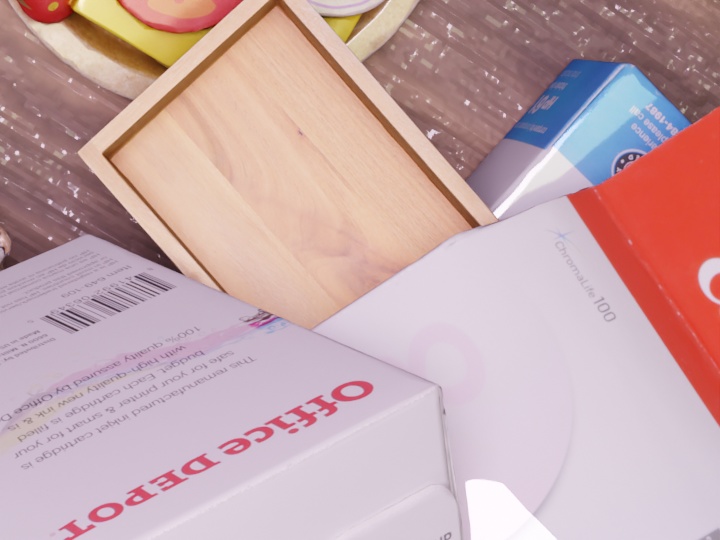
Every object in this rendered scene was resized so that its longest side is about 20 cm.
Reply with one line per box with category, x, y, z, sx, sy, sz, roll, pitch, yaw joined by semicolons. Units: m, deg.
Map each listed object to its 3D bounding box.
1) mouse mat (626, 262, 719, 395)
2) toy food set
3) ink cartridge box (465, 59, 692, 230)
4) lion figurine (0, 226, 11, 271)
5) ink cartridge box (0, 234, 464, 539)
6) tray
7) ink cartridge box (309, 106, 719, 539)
mouse mat;0.130;0.108;0.774;0.159;0.008;0.202;16;76;6
toy food set;-0.049;-0.157;0.846;0.197;0.049;0.201;29;93;-17
ink cartridge box;0.077;0.037;0.891;0.144;0.085;0.200;43;87;-13
lion figurine;-0.170;0.072;0.852;0.072;0.123;0.202;9;119;19
ink cartridge box;-0.080;0.100;0.733;0.146;0.199;0.147;-25;119;-33
tray;0.000;0.000;0.819;0.099;0.037;0.200;-42;91;-2
ink cartridge box;0.094;0.047;0.762;0.199;0.057;0.163;-34;76;0
